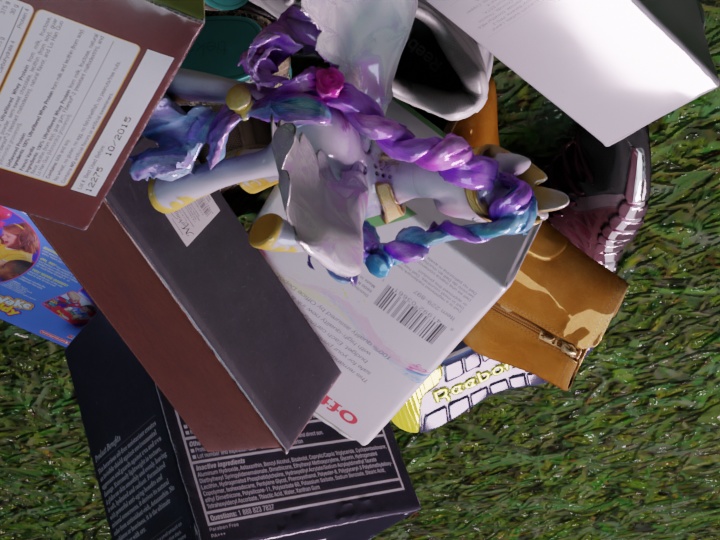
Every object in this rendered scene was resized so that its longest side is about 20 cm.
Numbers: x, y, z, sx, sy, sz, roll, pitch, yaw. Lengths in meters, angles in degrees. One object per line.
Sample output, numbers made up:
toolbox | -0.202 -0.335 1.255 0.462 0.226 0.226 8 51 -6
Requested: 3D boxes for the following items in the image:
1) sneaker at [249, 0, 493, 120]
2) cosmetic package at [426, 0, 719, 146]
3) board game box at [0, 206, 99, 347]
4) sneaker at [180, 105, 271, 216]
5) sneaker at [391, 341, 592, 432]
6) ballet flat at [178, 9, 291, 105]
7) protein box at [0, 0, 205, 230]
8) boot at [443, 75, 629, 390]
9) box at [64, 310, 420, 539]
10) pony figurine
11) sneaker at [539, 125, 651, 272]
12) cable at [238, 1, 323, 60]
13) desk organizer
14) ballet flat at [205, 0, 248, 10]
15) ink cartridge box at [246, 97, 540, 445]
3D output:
sneaker | -0.009 -0.147 0.683 0.198 0.081 0.076 30 110 -13
cosmetic package | 0.099 -0.166 0.677 0.081 0.114 0.199 -27 138 32
board game box | -0.243 -0.022 0.914 0.133 0.045 0.199 -28 140 31
sneaker | -0.105 -0.074 0.843 0.070 0.077 0.199 -10 174 -29
sneaker | 0.102 0.058 1.055 0.197 0.082 0.075 -19 122 -10
ballet flat | -0.133 -0.116 0.730 0.196 0.069 0.075 6 170 9
protein box | -0.186 -0.157 0.565 0.198 0.201 0.135 17 133 -27
boot | 0.112 -0.023 0.848 0.142 0.071 0.203 23 129 16
box | -0.089 0.117 0.956 0.198 0.201 0.123 -1 154 -40
pony figurine | -0.018 -0.064 0.616 0.197 0.169 0.193 2 159 32
sneaker | 0.130 -0.047 0.892 0.113 0.077 0.201 1 147 -1
cable | -0.007 -0.146 0.769 0.196 0.051 0.097 5 159 -1
desk organizer | -0.104 0.014 0.774 0.076 0.072 0.201 -10 122 42
ballet flat | -0.039 -0.220 0.608 0.070 0.065 0.201 15 116 -53
ink cartridge box | 0.000 0.000 0.814 0.144 0.088 0.201 35 135 -2
